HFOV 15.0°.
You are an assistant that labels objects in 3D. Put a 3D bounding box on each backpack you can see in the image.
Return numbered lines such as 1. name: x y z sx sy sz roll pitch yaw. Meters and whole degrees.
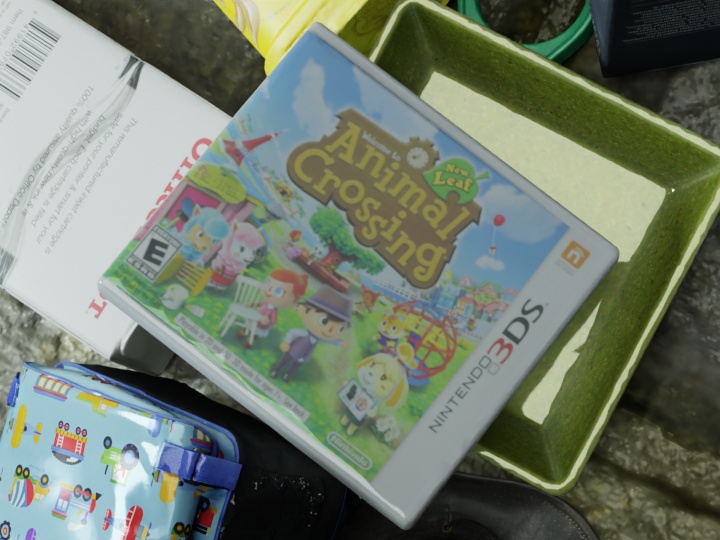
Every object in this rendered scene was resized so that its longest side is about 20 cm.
1. backpack: -0.117 0.162 1.405 0.182 0.134 0.200 22 95 44

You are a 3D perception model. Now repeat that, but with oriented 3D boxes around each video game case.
1. video game case: 0.000 0.000 1.379 0.200 0.022 0.182 37 75 6

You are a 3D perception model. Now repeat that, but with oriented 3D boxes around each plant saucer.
1. plant saucer: 0.067 -0.014 1.434 0.199 0.048 0.200 28 89 7

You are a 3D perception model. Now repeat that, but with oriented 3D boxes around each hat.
1. hat: 0.035 0.190 1.401 0.200 0.081 0.201 -2 80 15

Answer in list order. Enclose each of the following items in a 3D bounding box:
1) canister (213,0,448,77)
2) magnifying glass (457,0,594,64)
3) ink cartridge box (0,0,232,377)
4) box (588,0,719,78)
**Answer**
1. canister: -0.041 -0.208 1.483 0.149 0.087 0.200 -47 70 18
2. magnifying glass: 0.070 -0.102 1.479 0.079 0.022 0.200 24 85 17
3. ink cartridge box: -0.159 -0.055 1.494 0.200 0.084 0.145 34 90 18
4. box: 0.162 -0.201 1.370 0.107 0.200 0.149 -10 77 2
